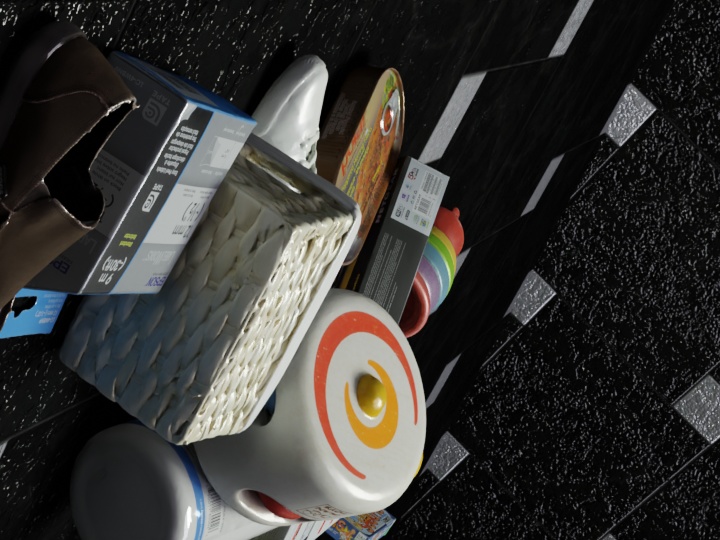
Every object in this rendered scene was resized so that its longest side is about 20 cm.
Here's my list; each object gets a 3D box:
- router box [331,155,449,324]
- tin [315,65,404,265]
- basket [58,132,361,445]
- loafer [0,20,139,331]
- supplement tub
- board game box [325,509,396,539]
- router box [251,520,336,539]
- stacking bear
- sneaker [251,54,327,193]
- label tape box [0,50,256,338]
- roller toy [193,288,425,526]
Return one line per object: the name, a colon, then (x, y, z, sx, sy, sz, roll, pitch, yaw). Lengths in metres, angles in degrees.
router box: (0.000, 0.000, 1.571, 0.157, 0.052, 0.202, -13, -125, 66)
tin: (-0.007, -0.096, 1.456, 0.113, 0.041, 0.201, 84, 23, -49)
basket: (-0.111, 0.010, 1.184, 0.201, 0.135, 0.123, -61, 165, 14)
loafer: (-0.182, -0.034, 0.900, 0.201, 0.071, 0.073, -63, 168, 23)
supplement tub: (-0.139, 0.179, 1.412, 0.199, 0.132, 0.133, -13, 136, -55)
board game box: (-0.027, 0.365, 2.504, 0.035, 0.135, 0.200, -55, 170, 7)
router box: (-0.040, 0.194, 1.665, 0.179, 0.049, 0.201, -28, 146, -63)
stacking bear: (0.065, -0.013, 1.983, 0.200, 0.113, 0.122, -51, 168, -53)
sneaker: (-0.057, -0.072, 1.312, 0.201, 0.088, 0.075, -64, 166, 24)
label tape box: (-0.157, -0.030, 1.044, 0.201, 0.066, 0.143, -61, 169, 6)
roller toy: (-0.036, 0.114, 1.343, 0.139, 0.202, 0.182, -14, -164, 36)
